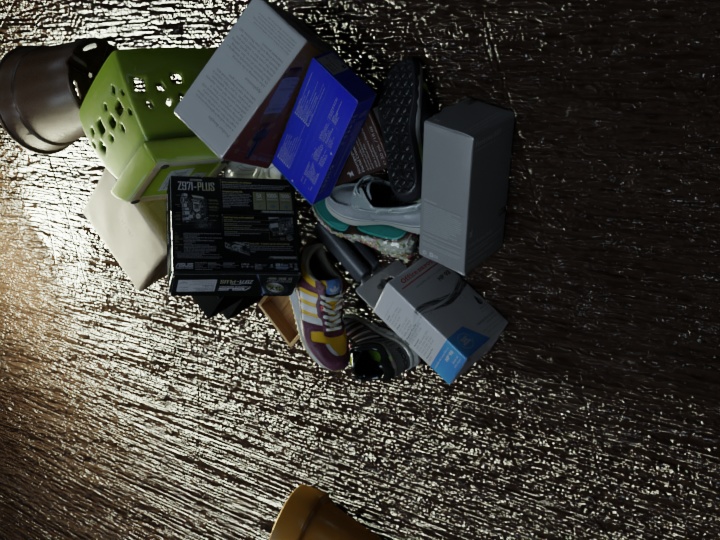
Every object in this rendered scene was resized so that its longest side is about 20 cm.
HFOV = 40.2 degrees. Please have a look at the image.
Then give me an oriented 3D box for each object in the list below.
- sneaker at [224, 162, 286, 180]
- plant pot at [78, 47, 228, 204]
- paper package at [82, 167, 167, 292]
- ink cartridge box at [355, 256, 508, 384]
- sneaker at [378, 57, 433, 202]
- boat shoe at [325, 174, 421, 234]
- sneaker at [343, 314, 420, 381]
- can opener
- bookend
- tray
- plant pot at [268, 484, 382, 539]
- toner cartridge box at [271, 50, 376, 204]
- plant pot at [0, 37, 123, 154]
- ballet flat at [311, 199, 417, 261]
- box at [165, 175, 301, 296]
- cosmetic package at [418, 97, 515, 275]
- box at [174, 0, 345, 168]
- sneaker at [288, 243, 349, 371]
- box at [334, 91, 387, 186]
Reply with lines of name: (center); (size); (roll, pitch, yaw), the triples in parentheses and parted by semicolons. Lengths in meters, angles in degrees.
sneaker: (-0.148, -0.166, 1.582); (0.100, 0.078, 0.199); (53, 142, -4)
plant pot: (-0.316, -0.225, 1.582); (0.199, 0.196, 0.185); (-36, 70, 51)
paper package: (-0.411, -0.094, 1.863); (0.201, 0.103, 0.190); (53, 139, 4)
ink cartridge box: (0.102, 0.053, 1.436); (0.200, 0.115, 0.067); (43, 137, 15)
sneaker: (0.076, -0.186, 1.351); (0.071, 0.082, 0.205); (-4, 85, 43)
boat shoe: (0.027, -0.108, 1.435); (0.198, 0.071, 0.072); (12, 148, 33)
sneaker: (-0.001, 0.131, 1.608); (0.198, 0.087, 0.075); (16, 125, 38)
can opener: (0.000, 0.000, 1.553); (0.201, 0.052, 0.067); (51, 139, 8)
bookend: (-0.225, 0.012, 1.671); (0.093, 0.198, 0.200); (50, 140, 8)
tray: (-0.100, 0.042, 1.691); (0.099, 0.037, 0.200); (51, 140, 8)
plant pot: (-0.062, 0.532, 1.854); (0.180, 0.201, 0.203); (17, 127, 17)
toner cartridge box: (-0.055, -0.198, 1.386); (0.095, 0.043, 0.201); (46, 137, 17)
plant pot: (-0.525, -0.323, 1.779); (0.195, 0.200, 0.204); (-4, 112, 37)
ballet flat: (0.005, -0.062, 1.501); (0.198, 0.076, 0.064); (27, 155, 36)
box: (-0.199, -0.052, 1.521); (0.086, 0.196, 0.167); (123, 144, -62)
cosmetic package: (0.139, -0.113, 1.307); (0.089, 0.106, 0.203); (26, 132, 31)
box: (-0.139, -0.261, 1.395); (0.106, 0.152, 0.201); (43, 105, 15)
sneaker: (-0.058, 0.058, 1.556); (0.090, 0.074, 0.203); (-36, 74, 47)
box: (-0.018, -0.186, 1.442); (0.198, 0.075, 0.102); (-14, 103, 50)
